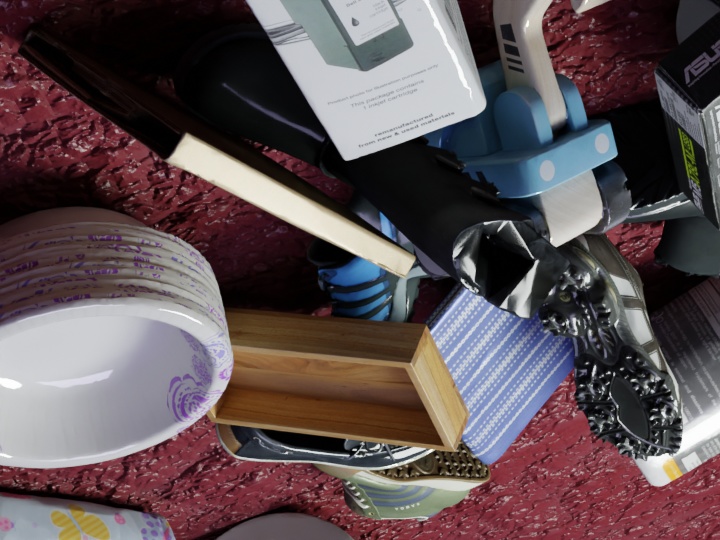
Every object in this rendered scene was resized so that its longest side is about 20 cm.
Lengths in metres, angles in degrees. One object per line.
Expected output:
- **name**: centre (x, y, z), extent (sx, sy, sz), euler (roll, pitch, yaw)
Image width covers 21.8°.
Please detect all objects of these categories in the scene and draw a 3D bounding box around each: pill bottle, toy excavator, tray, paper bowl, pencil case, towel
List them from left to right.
- **pencil case**: centre (-0.247, 0.227, 1.498), extent (0.199, 0.084, 0.091), euler (12, 138, -36)
- **paper bowl**: centre (-0.187, 0.036, 1.205), extent (0.199, 0.105, 0.201), euler (-10, 147, -6)
- **tray**: centre (-0.032, 0.072, 1.283), extent (0.198, 0.037, 0.099), euler (4, 141, 29)
- **towel**: centre (0.103, 0.049, 1.353), extent (0.145, 0.024, 0.200), euler (-50, 145, -8)
- **toy excavator**: centre (0.094, -0.103, 1.107), extent (0.099, 0.202, 0.194), euler (-26, -165, -33)
- **pill bottle**: centre (0.275, 0.065, 1.405), extent (0.199, 0.117, 0.116), euler (-32, 146, 5)

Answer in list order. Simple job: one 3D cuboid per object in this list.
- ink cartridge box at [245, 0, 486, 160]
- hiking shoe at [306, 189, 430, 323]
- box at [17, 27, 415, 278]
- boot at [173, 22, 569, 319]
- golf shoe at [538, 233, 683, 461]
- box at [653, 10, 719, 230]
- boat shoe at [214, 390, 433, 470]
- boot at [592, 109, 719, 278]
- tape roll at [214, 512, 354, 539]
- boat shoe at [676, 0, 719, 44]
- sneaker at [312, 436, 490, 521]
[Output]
- **ink cartridge box**: centre (-0.016, -0.173, 0.911), extent (0.083, 0.147, 0.200), euler (-19, 147, 10)
- **hiking shoe**: centre (0.000, 0.000, 1.270), extent (0.086, 0.075, 0.201), euler (14, 135, -15)
- **box**: centre (-0.079, -0.064, 1.056), extent (0.199, 0.163, 0.021), euler (28, 95, -47)
- **boot**: centre (0.004, -0.055, 1.045), extent (0.164, 0.200, 0.066), euler (11, 117, -42)
- **golf shoe**: centre (0.183, 0.043, 1.314), extent (0.077, 0.095, 0.201), euler (-9, 123, 31)
- **box**: centre (0.265, -0.128, 1.093), extent (0.193, 0.048, 0.200), euler (-42, 157, -1)
- **boat shoe**: centre (-0.009, 0.111, 1.409), extent (0.198, 0.075, 0.062), euler (0, 165, -22)
- **boot**: centre (0.221, -0.048, 1.275), extent (0.196, 0.074, 0.163), euler (-13, 154, 1)
- **tape roll**: centre (-0.052, 0.328, 1.620), extent (0.201, 0.204, 0.139), euler (-21, 147, 12)
- **boat shoe**: centre (0.236, -0.192, 1.067), extent (0.070, 0.071, 0.201), euler (-33, 150, -23)
- **sneaker**: centre (0.011, 0.169, 1.521), extent (0.199, 0.067, 0.090), euler (15, 133, -42)
